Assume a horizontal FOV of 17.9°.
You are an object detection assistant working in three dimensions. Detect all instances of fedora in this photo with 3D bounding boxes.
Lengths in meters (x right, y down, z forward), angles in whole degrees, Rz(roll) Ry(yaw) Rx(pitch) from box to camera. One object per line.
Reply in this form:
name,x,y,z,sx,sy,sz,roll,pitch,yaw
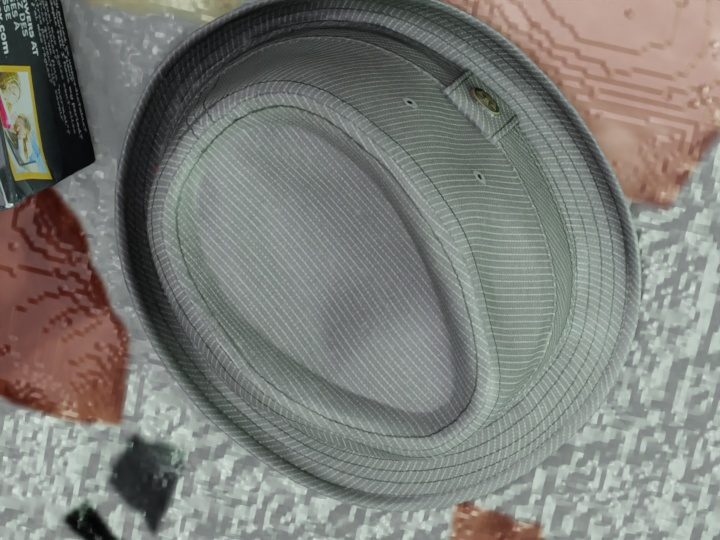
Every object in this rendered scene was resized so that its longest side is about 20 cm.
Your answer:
fedora,0.000,0.000,0.783,0.176,0.090,0.201,-34,95,14

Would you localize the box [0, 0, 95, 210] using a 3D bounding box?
box,-0.209,-0.076,0.787,0.198,0.115,0.133,-10,99,9
